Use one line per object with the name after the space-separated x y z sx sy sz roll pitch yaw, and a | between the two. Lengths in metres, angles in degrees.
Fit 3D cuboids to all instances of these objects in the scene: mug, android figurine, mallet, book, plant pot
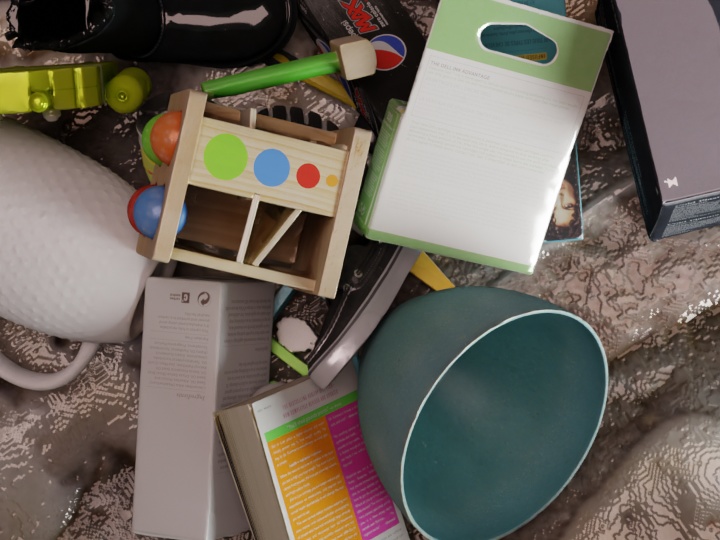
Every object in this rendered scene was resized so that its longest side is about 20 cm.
-0.252 0.002 1.424 0.174 0.148 0.201 26 106 6 | mug
-0.257 -0.140 1.372 0.180 0.200 0.042 -3 100 -1 | android figurine
-0.048 -0.155 1.464 0.198 0.041 0.066 21 81 13 | mallet
-0.025 0.184 1.362 0.048 0.133 0.202 -16 92 44 | book
0.074 0.092 1.358 0.201 0.200 0.135 -52 45 -1 | plant pot

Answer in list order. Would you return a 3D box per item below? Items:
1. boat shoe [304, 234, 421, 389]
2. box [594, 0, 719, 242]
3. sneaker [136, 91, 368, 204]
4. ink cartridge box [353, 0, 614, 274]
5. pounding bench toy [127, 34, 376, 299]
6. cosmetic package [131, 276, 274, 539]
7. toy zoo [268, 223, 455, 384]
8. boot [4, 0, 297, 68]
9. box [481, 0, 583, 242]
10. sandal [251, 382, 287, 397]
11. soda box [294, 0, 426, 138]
0.000 0.000 1.375 0.066 0.070 0.201 34 65 -2 | boat shoe
0.253 -0.141 1.348 0.103 0.182 0.202 -13 83 5 | box
-0.088 -0.085 1.443 0.198 0.091 0.079 15 52 -3 | sneaker
0.092 -0.107 1.330 0.144 0.048 0.202 12 105 -18 | ink cartridge box
-0.083 -0.096 1.315 0.155 0.124 0.202 13 90 -13 | pounding bench toy
-0.124 0.107 1.393 0.071 0.101 0.202 4 90 22 | cosmetic package
-0.005 0.041 1.442 0.131 0.020 0.201 37 90 10 | toy zoo
-0.170 -0.202 1.395 0.197 0.162 0.074 0 90 27 | boot
0.129 -0.123 1.393 0.081 0.049 0.202 -5 105 7 | box
-0.046 0.188 1.410 0.082 0.050 0.205 -18 95 -39 | sandal
0.007 -0.184 1.413 0.070 0.063 0.201 -28 63 -6 | soda box
